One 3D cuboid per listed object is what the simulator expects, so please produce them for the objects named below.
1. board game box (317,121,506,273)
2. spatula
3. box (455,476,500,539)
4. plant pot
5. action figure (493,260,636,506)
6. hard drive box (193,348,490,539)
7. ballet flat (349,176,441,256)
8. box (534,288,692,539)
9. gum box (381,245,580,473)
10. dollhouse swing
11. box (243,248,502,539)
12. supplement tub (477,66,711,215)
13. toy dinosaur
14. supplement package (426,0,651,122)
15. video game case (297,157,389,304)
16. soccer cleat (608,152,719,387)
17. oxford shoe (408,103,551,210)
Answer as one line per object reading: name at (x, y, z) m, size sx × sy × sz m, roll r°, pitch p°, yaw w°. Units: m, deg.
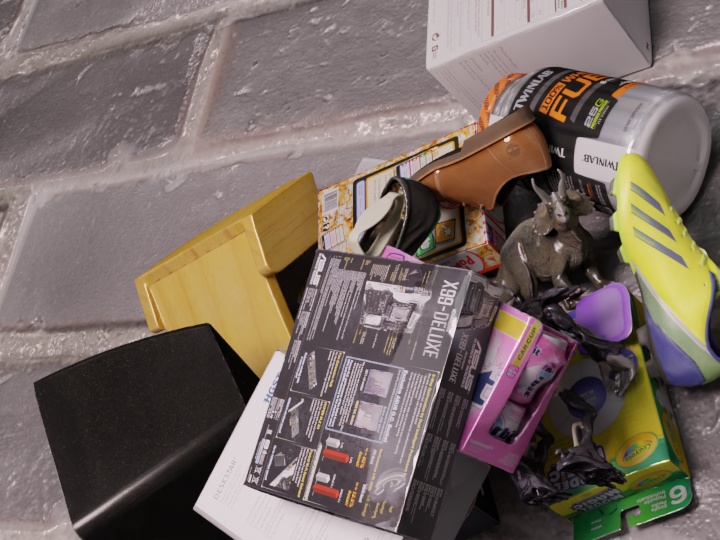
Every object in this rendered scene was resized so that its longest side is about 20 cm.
board game box at (0.048, -0.046, 1.305) m, size 0.199 × 0.046 × 0.152 m, roll -21°, pitch 52°, yaw 28°
spatula at (0.154, 0.059, 1.137) m, size 0.199 × 0.021 × 0.057 m, roll -19°, pitch 56°, yaw 33°
box at (0.034, 0.147, 1.169) m, size 0.106 × 0.122 × 0.201 m, roll -31°, pitch 47°, yaw 20°
plant pot at (-0.166, 0.171, 1.213) m, size 0.177 × 0.200 × 0.200 m, roll -35°, pitch 44°, yaw 2°
action figure at (0.156, 0.094, 1.056) m, size 0.119 × 0.102 × 0.201 m, roll -30°, pitch 45°, yaw 30°
hard drive box at (-0.018, 0.178, 1.050) m, size 0.200 × 0.077 × 0.156 m, roll 27°, pitch 87°, yaw 38°
ballet flat at (0.000, 0.000, 1.158) m, size 0.068 × 0.068 × 0.201 m, roll 14°, pitch 70°, yaw 45°
box at (0.206, 0.125, 1.097) m, size 0.117 × 0.048 × 0.201 m, roll -27°, pitch 50°, yaw 25°
gum box at (0.073, 0.069, 1.029) m, size 0.200 × 0.066 × 0.114 m, roll 29°, pitch 92°, yaw 51°
dollhouse swing at (-0.116, 0.029, 1.414) m, size 0.200 × 0.176 × 0.182 m, roll -27°, pitch 9°, yaw 37°
box at (0.008, 0.089, 0.981) m, size 0.157 × 0.050 × 0.201 m, roll 8°, pitch 76°, yaw 40°
supplement tub at (0.212, -0.121, 1.195) m, size 0.200 × 0.122 × 0.123 m, roll 21°, pitch 78°, yaw 45°
toy dinosaur at (0.171, -0.012, 1.179) m, size 0.103 × 0.077 × 0.200 m, roll 68°, pitch 154°, yaw 13°
supplement package at (0.181, -0.252, 1.308) m, size 0.199 × 0.117 × 0.118 m, roll -16°, pitch 54°, yaw 31°
video game case at (0.042, -0.028, 1.348) m, size 0.199 × 0.023 × 0.183 m, roll 12°, pitch 71°, yaw 42°
soccer cleat at (0.261, -0.004, 1.062) m, size 0.083 × 0.065 × 0.201 m, roll -15°, pitch 87°, yaw 28°
oxford shoe at (0.098, -0.082, 1.199) m, size 0.071 × 0.071 × 0.200 m, roll -34°, pitch 5°, yaw -39°
